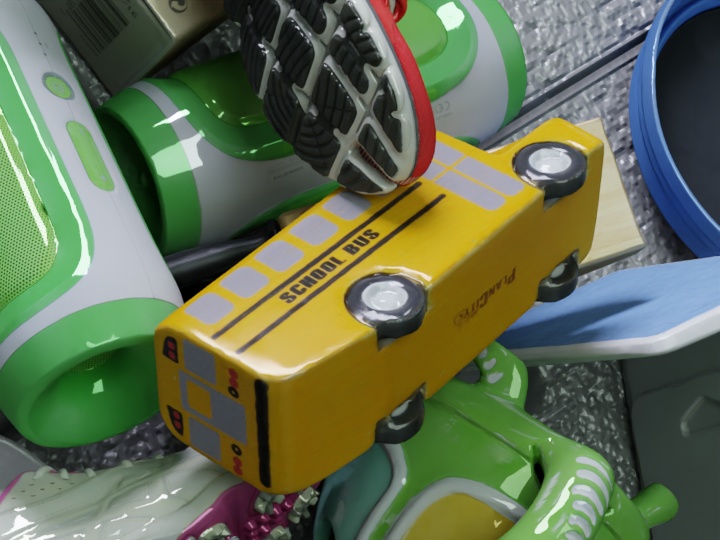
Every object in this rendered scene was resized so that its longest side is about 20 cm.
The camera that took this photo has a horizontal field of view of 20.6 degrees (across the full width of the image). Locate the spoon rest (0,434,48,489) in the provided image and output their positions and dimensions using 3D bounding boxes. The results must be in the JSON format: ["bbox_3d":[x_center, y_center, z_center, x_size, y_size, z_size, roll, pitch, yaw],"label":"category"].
[{"bbox_3d":[-0.126,0.134,0.835,0.200,0.061,0.099,26,67,-16],"label":"spoon rest"}]

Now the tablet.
[{"bbox_3d":[0.126,0.018,0.898,0.130,0.200,0.014,-23,96,-27],"label":"tablet"}]

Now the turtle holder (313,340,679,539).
[{"bbox_3d":[0.056,0.120,0.854,0.132,0.185,0.141,-52,129,-13],"label":"turtle holder"}]

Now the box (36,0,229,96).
[{"bbox_3d":[-0.054,-0.176,0.931,0.200,0.095,0.078,-41,96,-25],"label":"box"}]

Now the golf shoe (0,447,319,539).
[{"bbox_3d":[-0.100,0.102,0.793,0.200,0.075,0.092,-31,62,-30],"label":"golf shoe"}]

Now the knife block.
[{"bbox_3d":[0.000,0.000,0.867,0.175,0.200,0.064,-10,80,-56],"label":"knife block"}]

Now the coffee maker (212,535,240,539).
[{"bbox_3d":[-0.100,0.231,0.720,0.200,0.135,0.192,-25,82,-21],"label":"coffee maker"}]

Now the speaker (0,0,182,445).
[{"bbox_3d":[-0.140,-0.030,0.816,0.088,0.088,0.200,-13,58,-26],"label":"speaker"}]

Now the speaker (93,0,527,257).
[{"bbox_3d":[-0.022,-0.072,0.921,0.200,0.088,0.089,-22,86,-27],"label":"speaker"}]

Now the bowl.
[{"bbox_3d":[0.231,-0.072,1.047,0.200,0.039,0.201,9,65,-21],"label":"bowl"}]

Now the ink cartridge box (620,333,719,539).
[{"bbox_3d":[0.255,0.086,0.967,0.200,0.147,0.146,-2,77,-24],"label":"ink cartridge box"}]

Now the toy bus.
[{"bbox_3d":[0.015,0.005,0.783,0.078,0.065,0.200,27,47,29],"label":"toy bus"}]

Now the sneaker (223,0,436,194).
[{"bbox_3d":[-0.005,-0.115,0.813,0.085,0.077,0.200,-2,49,-32],"label":"sneaker"}]
